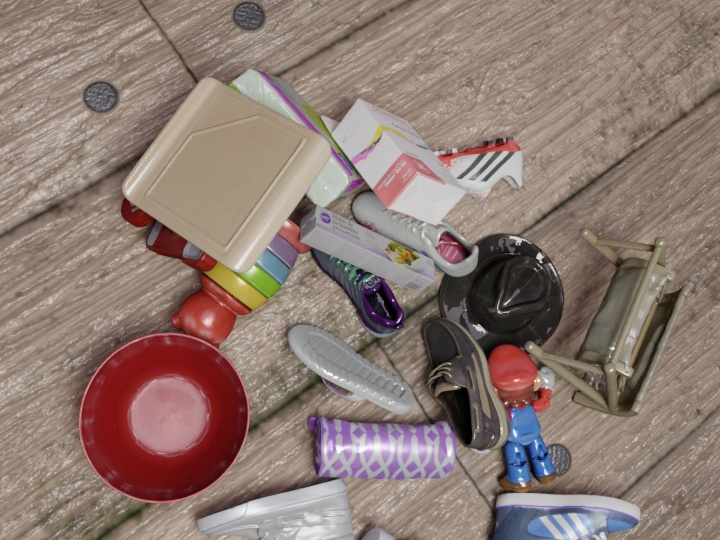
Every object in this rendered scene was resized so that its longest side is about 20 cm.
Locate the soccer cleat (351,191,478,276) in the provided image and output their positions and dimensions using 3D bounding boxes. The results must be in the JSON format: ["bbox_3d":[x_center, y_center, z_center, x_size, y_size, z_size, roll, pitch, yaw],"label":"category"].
[{"bbox_3d":[0.081,-0.062,1.061,0.200,0.086,0.070,30,75,3],"label":"soccer cleat"}]

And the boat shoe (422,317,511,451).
[{"bbox_3d":[0.134,0.150,1.018,0.073,0.075,0.200,1,52,-42],"label":"boat shoe"}]

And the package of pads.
[{"bbox_3d":[-0.084,-0.180,1.020,0.068,0.155,0.200,-41,91,13],"label":"package of pads"}]

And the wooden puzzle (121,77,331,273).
[{"bbox_3d":[-0.158,-0.116,0.885,0.200,0.037,0.185,32,82,20],"label":"wooden puzzle"}]

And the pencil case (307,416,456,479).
[{"bbox_3d":[0.032,0.236,1.009,0.199,0.084,0.086,5,41,-13],"label":"pencil case"}]

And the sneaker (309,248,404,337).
[{"bbox_3d":[0.000,0.000,1.038,0.074,0.088,0.200,-37,89,-16],"label":"sneaker"}]

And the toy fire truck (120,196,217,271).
[{"bbox_3d":[-0.197,-0.099,0.958,0.112,0.168,0.200,39,71,-44],"label":"toy fire truck"}]

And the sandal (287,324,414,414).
[{"bbox_3d":[-0.020,0.147,1.025,0.202,0.083,0.050,32,118,-7],"label":"sandal"}]

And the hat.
[{"bbox_3d":[0.220,0.036,1.083,0.200,0.081,0.201,2,81,-12],"label":"hat"}]

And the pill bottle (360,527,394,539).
[{"bbox_3d":[0.080,0.427,0.965,0.200,0.116,0.116,36,75,-4],"label":"pill bottle"}]

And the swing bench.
[{"bbox_3d":[0.358,0.079,1.039,0.200,0.130,0.199,41,71,-42],"label":"swing bench"}]

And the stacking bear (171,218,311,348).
[{"bbox_3d":[-0.164,0.011,0.992,0.121,0.114,0.200,39,83,-22],"label":"stacking bear"}]

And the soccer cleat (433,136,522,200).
[{"bbox_3d":[0.150,-0.141,1.109,0.200,0.069,0.085,-14,97,-12],"label":"soccer cleat"}]

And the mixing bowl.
[{"bbox_3d":[-0.242,0.184,0.943,0.200,0.108,0.201,2,79,-11],"label":"mixing bowl"}]

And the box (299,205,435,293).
[{"bbox_3d":[0.013,-0.026,0.994,0.200,0.041,0.039,23,48,-28],"label":"box"}]

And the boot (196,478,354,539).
[{"bbox_3d":[-0.104,0.338,0.962,0.199,0.074,0.096,-10,75,-15],"label":"boot"}]

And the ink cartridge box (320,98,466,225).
[{"bbox_3d":[0.041,-0.161,1.020,0.068,0.116,0.200,-49,55,22],"label":"ink cartridge box"}]

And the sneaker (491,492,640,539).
[{"bbox_3d":[0.277,0.383,1.007,0.199,0.081,0.147,2,61,7],"label":"sneaker"}]

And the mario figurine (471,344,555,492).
[{"bbox_3d":[0.220,0.204,1.070,0.123,0.106,0.201,-13,94,-52],"label":"mario figurine"}]
